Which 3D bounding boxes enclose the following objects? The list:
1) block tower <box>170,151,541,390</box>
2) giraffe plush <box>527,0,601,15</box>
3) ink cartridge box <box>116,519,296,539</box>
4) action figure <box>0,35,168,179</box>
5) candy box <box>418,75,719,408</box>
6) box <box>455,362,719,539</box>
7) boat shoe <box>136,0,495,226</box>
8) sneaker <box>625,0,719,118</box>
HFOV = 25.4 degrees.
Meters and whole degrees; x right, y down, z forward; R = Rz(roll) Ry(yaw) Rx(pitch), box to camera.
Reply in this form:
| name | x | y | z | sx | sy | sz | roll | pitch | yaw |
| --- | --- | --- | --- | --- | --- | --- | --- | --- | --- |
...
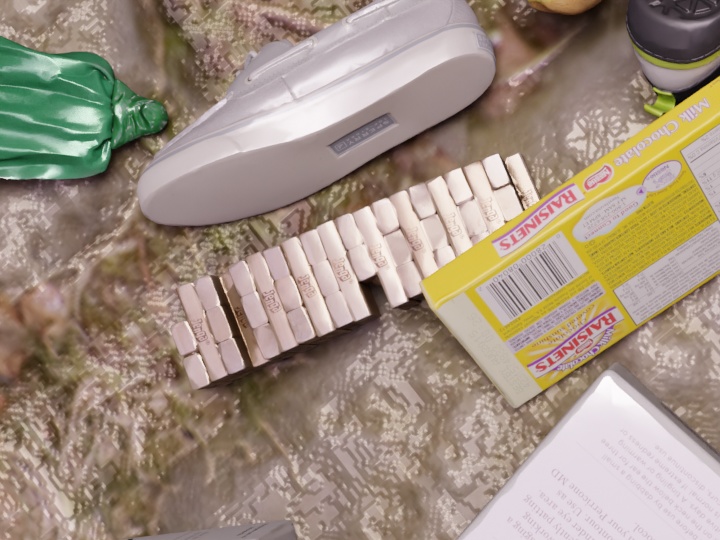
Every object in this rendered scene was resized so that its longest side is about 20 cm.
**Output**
| name | x | y | z | sx | sy | sz | roll | pitch | yaw |
| --- | --- | --- | --- | --- | --- | --- | --- | --- | --- |
| block tower | 0.000 | 0.000 | 0.822 | 0.199 | 0.058 | 0.054 | -23 | 85 | 7 |
| giraffe plush | 0.071 | -0.247 | 0.776 | 0.162 | 0.201 | 0.173 | 29 | 61 | 33 |
| ink cartridge box | -0.129 | 0.215 | 0.822 | 0.199 | 0.084 | 0.146 | -9 | 86 | 10 |
| action figure | -0.203 | -0.087 | 0.862 | 0.199 | 0.055 | 0.119 | 5 | 87 | 3 |
| candy box | 0.134 | -0.017 | 0.780 | 0.199 | 0.102 | 0.026 | -34 | 48 | 7 |
| box | 0.093 | 0.152 | 0.751 | 0.106 | 0.152 | 0.200 | 41 | 96 | 9 |
| boat shoe | -0.030 | -0.090 | 0.828 | 0.199 | 0.072 | 0.069 | -28 | 62 | 14 |
| sneaker | 0.191 | -0.159 | 0.792 | 0.072 | 0.083 | 0.200 | 30 | 69 | 29 |
